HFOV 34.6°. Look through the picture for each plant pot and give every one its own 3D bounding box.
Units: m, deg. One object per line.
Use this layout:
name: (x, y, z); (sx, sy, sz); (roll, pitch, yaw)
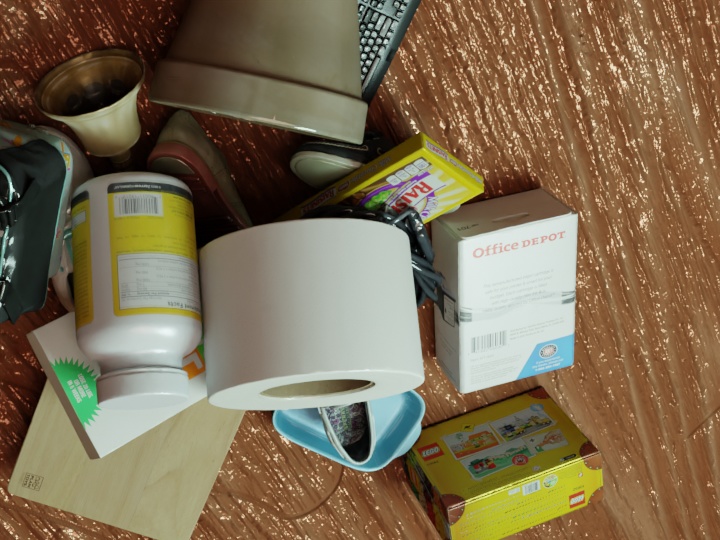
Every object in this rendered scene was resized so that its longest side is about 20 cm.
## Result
plant pot: (-0.080, -0.218, 1.051); (0.200, 0.200, 0.174); (8, 96, -25)

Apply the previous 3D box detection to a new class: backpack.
backpack: (-0.360, -0.060, 1.017); (0.200, 0.153, 0.176); (18, 114, 11)

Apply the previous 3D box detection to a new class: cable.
cable: (0.000, 0.000, 1.211); (0.163, 0.051, 0.200); (-10, 149, 8)

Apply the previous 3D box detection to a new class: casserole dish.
casserole dish: (-0.017, 0.158, 1.341); (0.200, 0.039, 0.121); (29, 103, -30)

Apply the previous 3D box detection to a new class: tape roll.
tape roll: (-0.047, 0.045, 1.071); (0.202, 0.203, 0.140); (0, 75, -22)

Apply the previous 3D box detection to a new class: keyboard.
keyboard: (-0.004, -0.227, 1.148); (0.104, 0.040, 0.200); (17, 107, -29)

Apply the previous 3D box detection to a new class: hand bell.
hand bell: (-0.227, -0.100, 1.110); (0.104, 0.104, 0.200); (-23, 133, -9)

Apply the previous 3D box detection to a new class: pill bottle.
pill bottle: (-0.201, 0.020, 1.043); (0.112, 0.112, 0.201); (0, 74, -22)

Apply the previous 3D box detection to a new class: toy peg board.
toy peg board: (-0.243, 0.161, 1.235); (0.199, 0.098, 0.200); (21, 107, -12)

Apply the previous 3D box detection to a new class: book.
book: (-0.203, 0.075, 1.119); (0.200, 0.048, 0.134); (-30, 97, -32)

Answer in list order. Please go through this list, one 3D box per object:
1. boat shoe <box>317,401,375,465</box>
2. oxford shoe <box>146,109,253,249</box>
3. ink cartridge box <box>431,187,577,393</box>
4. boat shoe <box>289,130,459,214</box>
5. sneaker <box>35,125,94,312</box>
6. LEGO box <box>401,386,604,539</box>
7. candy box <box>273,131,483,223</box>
boat shoe: (-0.019, 0.125, 1.258); (0.070, 0.072, 0.201); (-21, 121, -12)
oxford shoe: (-0.143, -0.076, 1.154); (0.070, 0.075, 0.200); (-1, 144, 17)
ink cartridge box: (0.163, 0.023, 1.314); (0.146, 0.086, 0.200); (-13, 118, -16)
boat shoe: (0.018, -0.112, 1.204); (0.199, 0.074, 0.066); (11, 69, -24)
sneaker: (-0.279, -0.039, 1.106); (0.075, 0.089, 0.200); (-18, 120, -11)
LEGO box: (0.168, 0.237, 1.388); (0.200, 0.149, 0.077); (-17, 121, -12)
candy box: (0.017, -0.066, 1.181); (0.200, 0.026, 0.102); (-28, 143, 32)
